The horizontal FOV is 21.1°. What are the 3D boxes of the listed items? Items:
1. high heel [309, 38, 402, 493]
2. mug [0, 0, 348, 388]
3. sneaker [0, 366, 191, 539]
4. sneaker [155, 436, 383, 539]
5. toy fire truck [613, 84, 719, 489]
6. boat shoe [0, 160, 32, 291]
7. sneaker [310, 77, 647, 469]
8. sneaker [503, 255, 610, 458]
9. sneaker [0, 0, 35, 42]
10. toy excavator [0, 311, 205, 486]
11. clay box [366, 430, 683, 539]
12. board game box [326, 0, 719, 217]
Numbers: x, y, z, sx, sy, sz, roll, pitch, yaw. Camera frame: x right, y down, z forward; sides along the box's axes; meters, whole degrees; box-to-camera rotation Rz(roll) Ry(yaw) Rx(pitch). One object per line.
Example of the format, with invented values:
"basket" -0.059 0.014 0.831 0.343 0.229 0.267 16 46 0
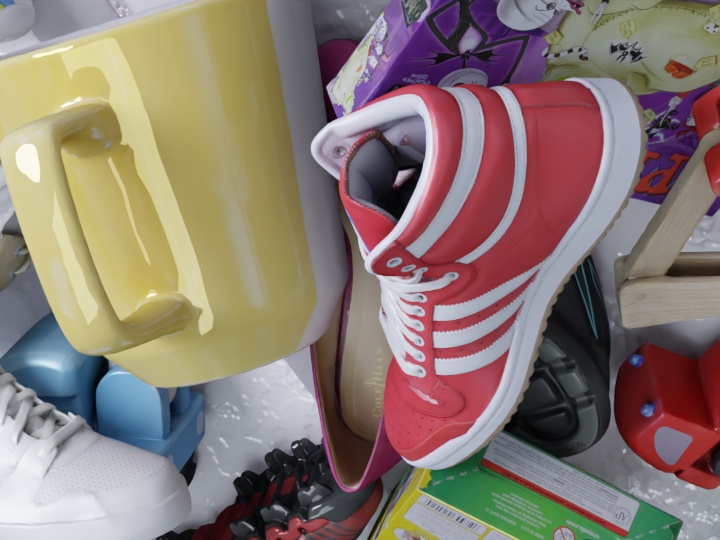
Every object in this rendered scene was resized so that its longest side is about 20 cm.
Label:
"high heel" 0.000 0.000 0.878 0.067 0.096 0.200 -3 121 20
"mug" -0.088 -0.029 0.815 0.149 0.186 0.154 -3 107 51
"sneaker" -0.176 0.063 0.896 0.199 0.074 0.116 4 109 17
"sneaker" -0.044 0.159 1.011 0.098 0.071 0.200 43 126 -11
"toy fire truck" 0.159 0.010 0.829 0.141 0.049 0.200 22 130 -27
"boat shoe" -0.188 -0.027 0.943 0.068 0.075 0.200 40 129 -21
"sneaker" 0.022 0.004 0.762 0.112 0.071 0.200 0 133 -30
"sneaker" 0.055 -0.013 0.865 0.075 0.079 0.200 -16 111 31
"sneaker" -0.229 -0.172 0.857 0.200 0.105 0.076 17 175 -27
"toy excavator" -0.120 0.048 0.958 0.194 0.100 0.200 4 114 14
"clay box" 0.068 0.133 0.931 0.115 0.048 0.200 27 160 0
"board game box" 0.100 -0.084 0.766 0.200 0.032 0.120 10 138 -34
